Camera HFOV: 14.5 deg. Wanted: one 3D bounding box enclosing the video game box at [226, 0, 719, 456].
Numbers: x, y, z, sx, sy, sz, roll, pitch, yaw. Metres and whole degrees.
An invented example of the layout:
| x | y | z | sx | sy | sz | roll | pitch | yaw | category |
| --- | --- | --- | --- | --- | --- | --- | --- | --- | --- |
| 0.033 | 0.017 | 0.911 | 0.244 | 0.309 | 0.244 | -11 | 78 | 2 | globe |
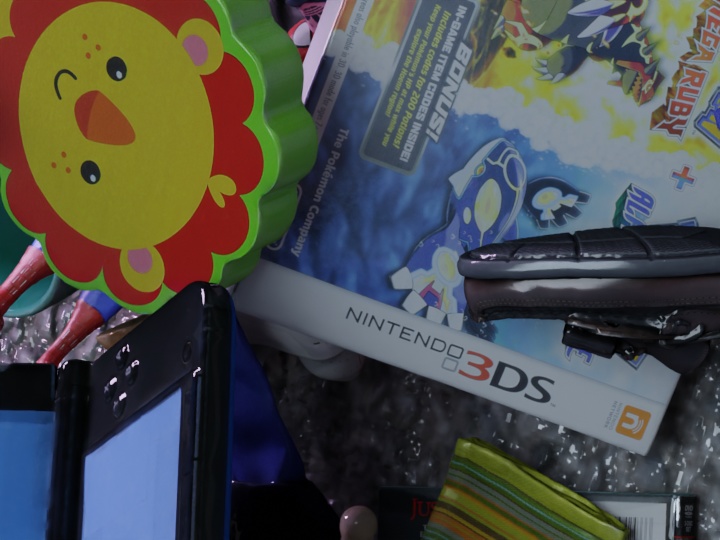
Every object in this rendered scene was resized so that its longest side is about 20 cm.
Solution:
| x | y | z | sx | sy | sz | roll | pitch | yaw | category |
| --- | --- | --- | --- | --- | --- | --- | --- | --- | --- |
| 0.064 | -0.049 | 1.107 | 0.182 | 0.047 | 0.200 | 19 | 99 | -11 | video game box |

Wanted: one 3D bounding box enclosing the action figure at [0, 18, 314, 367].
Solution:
| x | y | z | sx | sy | sz | roll | pitch | yaw | category |
| --- | --- | --- | --- | --- | --- | --- | --- | --- | --- |
| -0.077 | -0.034 | 1.174 | 0.200 | 0.065 | 0.052 | -50 | 20 | -23 | action figure |

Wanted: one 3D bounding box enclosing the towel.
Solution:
| x | y | z | sx | sy | sz | roll | pitch | yaw | category |
| --- | --- | --- | --- | --- | --- | --- | --- | --- | --- |
| 0.038 | 0.174 | 1.157 | 0.086 | 0.018 | 0.200 | 29 | 102 | 33 | towel |

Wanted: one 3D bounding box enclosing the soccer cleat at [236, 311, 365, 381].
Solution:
| x | y | z | sx | sy | sz | roll | pitch | yaw | category |
| --- | --- | --- | --- | --- | --- | --- | --- | --- | --- |
| 0.000 | 0.000 | 1.200 | 0.200 | 0.069 | 0.085 | -21 | 83 | 34 | soccer cleat |

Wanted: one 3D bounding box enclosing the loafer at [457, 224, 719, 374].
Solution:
| x | y | z | sx | sy | sz | roll | pitch | yaw | category |
| --- | --- | --- | --- | --- | --- | --- | --- | --- | --- |
| 0.137 | 0.015 | 1.062 | 0.200 | 0.072 | 0.063 | -3 | 99 | 1 | loafer |

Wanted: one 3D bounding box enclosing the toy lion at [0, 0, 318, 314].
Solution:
| x | y | z | sx | sy | sz | roll | pitch | yaw | category |
| --- | --- | --- | --- | --- | --- | --- | --- | --- | --- |
| -0.099 | -0.091 | 1.072 | 0.192 | 0.069 | 0.200 | 24 | 118 | 26 | toy lion |

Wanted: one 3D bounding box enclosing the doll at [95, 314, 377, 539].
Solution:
| x | y | z | sx | sy | sz | roll | pitch | yaw | category |
| --- | --- | --- | --- | --- | --- | --- | --- | --- | --- |
| -0.047 | 0.109 | 1.207 | 0.136 | 0.048 | 0.200 | -20 | 93 | 47 | doll |

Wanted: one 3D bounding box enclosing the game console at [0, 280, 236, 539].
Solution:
| x | y | z | sx | sy | sz | roll | pitch | yaw | category |
| --- | --- | --- | --- | --- | --- | --- | --- | --- | --- |
| -0.135 | 0.110 | 1.043 | 0.171 | 0.118 | 0.200 | -37 | 47 | 53 | game console |

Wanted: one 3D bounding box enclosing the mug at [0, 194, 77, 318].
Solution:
| x | y | z | sx | sy | sz | roll | pitch | yaw | category |
| --- | --- | --- | --- | --- | --- | --- | --- | --- | --- |
| -0.150 | -0.070 | 1.262 | 0.185 | 0.114 | 0.152 | -1 | 118 | 52 | mug |

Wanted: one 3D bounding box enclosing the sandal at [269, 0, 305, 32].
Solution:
| x | y | z | sx | sy | sz | roll | pitch | yaw | category |
| --- | --- | --- | --- | --- | --- | --- | --- | --- | --- |
| -0.097 | -0.139 | 1.285 | 0.200 | 0.045 | 0.075 | 24 | 98 | 33 | sandal |

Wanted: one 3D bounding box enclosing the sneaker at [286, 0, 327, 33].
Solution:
| x | y | z | sx | sy | sz | roll | pitch | yaw | category |
| --- | --- | --- | --- | --- | --- | --- | --- | --- | --- |
| -0.020 | -0.135 | 1.143 | 0.070 | 0.200 | 0.082 | 4 | 88 | 53 | sneaker |

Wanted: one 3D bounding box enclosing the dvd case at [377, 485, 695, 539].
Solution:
| x | y | z | sx | sy | sz | roll | pitch | yaw | category |
| --- | --- | --- | --- | --- | --- | --- | --- | --- | --- |
| 0.069 | 0.189 | 1.158 | 0.146 | 0.022 | 0.200 | -2 | 85 | 34 | dvd case |

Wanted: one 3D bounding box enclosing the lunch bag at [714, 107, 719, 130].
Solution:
| x | y | z | sx | sy | sz | roll | pitch | yaw | category |
| --- | --- | --- | --- | --- | --- | --- | --- | --- | --- |
| 0.242 | -0.105 | 1.014 | 0.200 | 0.127 | 0.170 | 15 | 95 | 7 | lunch bag |
